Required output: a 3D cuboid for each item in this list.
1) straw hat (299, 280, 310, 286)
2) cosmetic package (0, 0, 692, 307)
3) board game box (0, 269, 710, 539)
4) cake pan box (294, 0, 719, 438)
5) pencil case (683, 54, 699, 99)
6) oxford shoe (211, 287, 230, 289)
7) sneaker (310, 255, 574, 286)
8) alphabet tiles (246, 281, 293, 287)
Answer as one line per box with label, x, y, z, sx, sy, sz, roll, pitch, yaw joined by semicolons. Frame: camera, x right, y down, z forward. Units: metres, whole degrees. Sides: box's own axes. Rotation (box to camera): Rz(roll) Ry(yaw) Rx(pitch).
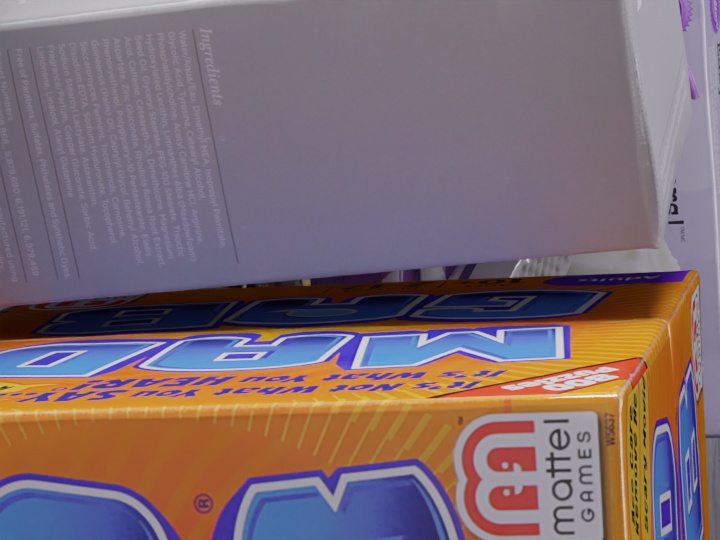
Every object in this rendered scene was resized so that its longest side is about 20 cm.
straw hat;0.018;0.063;1.043;0.201;0.085;0.202;34;38;-32
cosmetic package;-0.014;-0.052;0.785;0.107;0.199;0.091;-61;146;-64
board game box;-0.012;0.115;0.772;0.200;0.199;0.201;-37;123;-76
cake pan box;0.056;-0.030;1.172;0.052;0.183;0.201;-43;131;-75
pencil case;-0.003;-0.071;0.873;0.084;0.199;0.086;57;25;-48
oxford shoe;-0.044;0.102;0.935;0.058;0.075;0.201;32;51;-72
sneaker;0.000;0.000;0.930;0.201;0.114;0.073;-62;161;-17
alphabet tiles;-0.033;0.015;1.046;0.167;0.008;0.201;153;-64;-84
